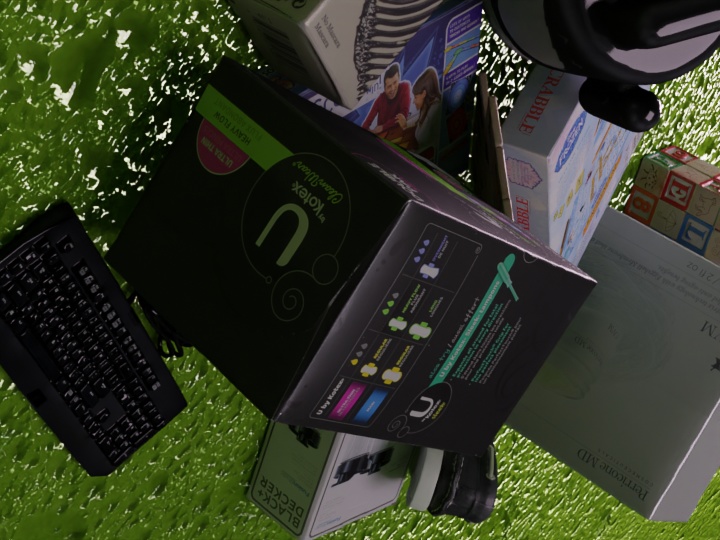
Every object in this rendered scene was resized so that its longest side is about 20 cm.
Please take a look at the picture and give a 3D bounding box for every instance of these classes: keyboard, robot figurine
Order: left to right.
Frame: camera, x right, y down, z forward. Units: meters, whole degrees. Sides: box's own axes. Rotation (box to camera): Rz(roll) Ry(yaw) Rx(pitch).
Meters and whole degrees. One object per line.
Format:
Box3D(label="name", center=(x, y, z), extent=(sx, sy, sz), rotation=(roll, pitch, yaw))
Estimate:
Box3D(label="keyboard", center=(-0.133, 0.041, 0.739), extent=(0.104, 0.040, 0.200), rotation=(-46, 149, -18))
Box3D(label="robot figurine", center=(0.143, -0.173, 0.799), extent=(0.124, 0.200, 0.151), rotation=(23, 95, -21))

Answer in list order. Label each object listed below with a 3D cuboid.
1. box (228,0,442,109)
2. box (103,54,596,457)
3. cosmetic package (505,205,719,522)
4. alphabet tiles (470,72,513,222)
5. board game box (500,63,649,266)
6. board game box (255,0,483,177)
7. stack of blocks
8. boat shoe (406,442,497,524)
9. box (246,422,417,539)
Box3D(label="box", center=(0.021, -0.190, 0.721), extent=(0.200, 0.068, 0.082), rotation=(-51, 149, -10))
Box3D(label="box", center=(0.000, 0.000, 0.714), extent=(0.200, 0.148, 0.125), rotation=(18, 107, -53))
Box3D(label="cosmetic package", center=(0.222, 0.070, 1.130), extent=(0.123, 0.199, 0.201), rotation=(16, 104, -60))
Box3D(label="alphabet tiles", center=(0.087, -0.024, 0.891), extent=(0.200, 0.006, 0.168), rotation=(84, 1, -70))
Box3D(label="board game box", center=(0.157, -0.100, 0.979), extent=(0.201, 0.041, 0.200), rotation=(-60, 158, -26))
Box3D(label="board game box", center=(-0.004, -0.080, 0.819), extent=(0.200, 0.034, 0.136), rotation=(-34, 142, -36))
Box3D(label="stack of blocks", center=(0.289, 0.003, 1.253), extent=(0.058, 0.115, 0.201), rotation=(-20, 134, -46))
Box3D(label="boat shoe", center=(0.072, 0.137, 1.029), extent=(0.200, 0.060, 0.076), rotation=(-69, 178, -71))
Box3D(label="box", center=(0.002, 0.081, 0.954), extent=(0.116, 0.060, 0.201), rotation=(-13, 128, -51))
